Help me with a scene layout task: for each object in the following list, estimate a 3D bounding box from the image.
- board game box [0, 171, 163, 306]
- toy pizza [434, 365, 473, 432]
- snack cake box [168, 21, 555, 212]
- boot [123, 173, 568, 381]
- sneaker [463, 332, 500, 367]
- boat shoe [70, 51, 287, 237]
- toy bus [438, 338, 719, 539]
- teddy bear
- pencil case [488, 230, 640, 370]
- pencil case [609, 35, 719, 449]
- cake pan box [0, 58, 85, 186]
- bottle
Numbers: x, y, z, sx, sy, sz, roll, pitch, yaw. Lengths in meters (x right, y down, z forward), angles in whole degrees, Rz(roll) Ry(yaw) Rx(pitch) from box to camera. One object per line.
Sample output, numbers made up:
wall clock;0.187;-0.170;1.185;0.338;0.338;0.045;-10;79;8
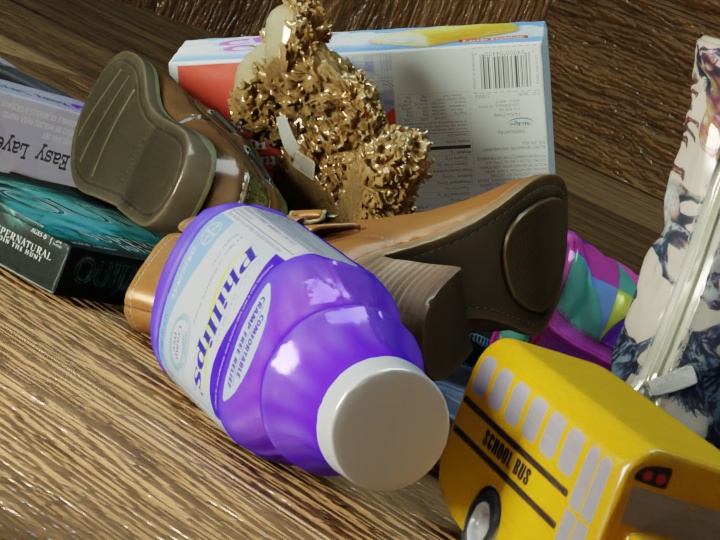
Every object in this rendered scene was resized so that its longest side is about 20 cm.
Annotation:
board game box;-0.129;-0.014;1.373;0.135;0.028;0.200;26;8;32
toy pizza;0.102;0.089;1.263;0.200;0.032;0.200;21;5;-2
snack cake box;0.003;-0.066;1.504;0.199;0.115;0.067;-2;15;5
boot;0.000;0.000;1.286;0.155;0.077;0.200;6;26;27
sneaker;0.049;0.016;1.497;0.082;0.073;0.200;18;7;-28
boat shoe;-0.092;-0.051;1.411;0.068;0.072;0.200;24;13;-25
toy bus;0.090;0.089;1.012;0.065;0.078;0.200;19;7;-19
teddy bear;-0.001;-0.046;1.406;0.067;0.145;0.200;-19;60;-29
pencil case;0.163;0.058;1.387;0.200;0.089;0.088;28;6;-8
pencil case;0.164;-0.013;1.270;0.078;0.201;0.089;19;10;11
cake pan box;-0.258;-0.107;1.639;0.200;0.052;0.184;16;11;-41
bottle;-0.024;0.033;1.096;0.065;0.084;0.200;18;8;-24
